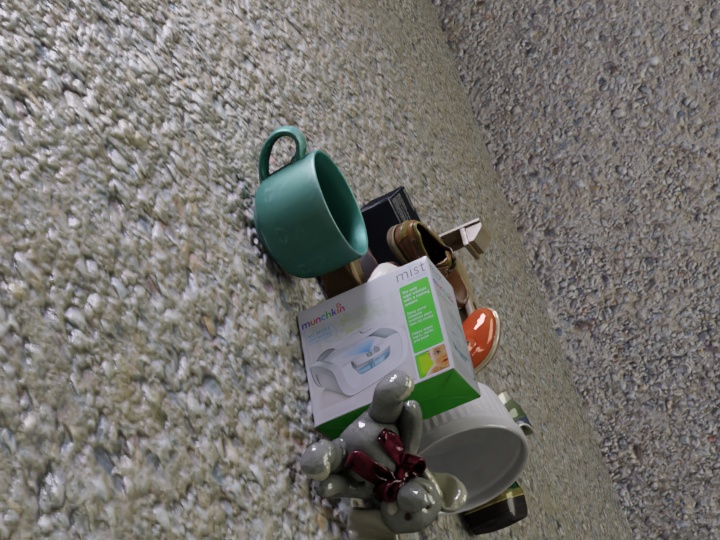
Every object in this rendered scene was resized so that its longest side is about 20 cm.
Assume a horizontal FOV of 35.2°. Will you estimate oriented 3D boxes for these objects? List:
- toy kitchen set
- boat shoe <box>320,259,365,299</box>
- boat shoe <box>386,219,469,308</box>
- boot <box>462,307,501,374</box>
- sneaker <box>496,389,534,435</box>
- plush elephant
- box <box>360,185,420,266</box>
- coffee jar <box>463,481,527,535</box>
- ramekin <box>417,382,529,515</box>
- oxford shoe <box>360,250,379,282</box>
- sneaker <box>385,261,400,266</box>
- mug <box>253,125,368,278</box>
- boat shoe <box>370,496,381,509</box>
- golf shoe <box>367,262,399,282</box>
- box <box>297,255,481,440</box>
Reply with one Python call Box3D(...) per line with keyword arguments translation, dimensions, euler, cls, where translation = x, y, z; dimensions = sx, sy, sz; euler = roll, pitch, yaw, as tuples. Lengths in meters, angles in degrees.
Box3D(translation=(0.191, 0.023, 2.163), dimensions=(0.200, 0.162, 0.182), euler=(43, 28, -54), cls="toy kitchen set")
Box3D(translation=(-0.040, -0.024, 1.665), dimensions=(0.065, 0.070, 0.202), euler=(-69, 144, -74), cls="boat shoe")
Box3D(translation=(0.129, -0.006, 1.929), dimensions=(0.200, 0.068, 0.072), euler=(43, 50, -27), cls="boat shoe")
Box3D(translation=(0.159, 0.129, 1.870), dimensions=(0.201, 0.075, 0.107), euler=(-55, 131, -19), cls="boot")
Box3D(translation=(0.197, 0.280, 1.781), dimensions=(0.090, 0.200, 0.067), euler=(44, -31, 9), cls="sneaker")
Box3D(translation=(0.037, 0.248, 1.346), dimensions=(0.155, 0.164, 0.201), euler=(45, -16, 19), cls="plush elephant")
Box3D(translation=(0.076, -0.037, 2.028), dimensions=(0.202, 0.078, 0.141), euler=(64, 20, -6), cls="box")
Box3D(translation=(0.198, 0.326, 1.862), dimensions=(0.085, 0.104, 0.202), euler=(-1, 65, -48), cls="coffee jar")
Box3D(translation=(0.129, 0.245, 1.605), dimensions=(0.200, 0.199, 0.106), euler=(49, 13, -45), cls="ramekin")
Box3D(translation=(0.000, 0.000, 1.751), dimensions=(0.071, 0.071, 0.202), euler=(36, 32, -70), cls="oxford shoe")
Box3D(translation=(0.079, 0.043, 1.872), dimensions=(0.071, 0.075, 0.201), euler=(57, 16, -30), cls="sneaker")
Box3D(translation=(-0.078, -0.082, 1.524), dimensions=(0.152, 0.113, 0.187), euler=(34, 35, -61), cls="mug")
Box3D(translation=(0.025, 0.224, 1.507), dimensions=(0.063, 0.072, 0.202), euler=(39, 37, -61), cls="boat shoe")
Box3D(translation=(0.034, 0.075, 1.607), dimensions=(0.075, 0.091, 0.202), euler=(51, 53, -42), cls="golf shoe")
Box3D(translation=(0.035, 0.108, 1.467), dimensions=(0.097, 0.198, 0.178), euler=(45, 27, -50), cls="box")
